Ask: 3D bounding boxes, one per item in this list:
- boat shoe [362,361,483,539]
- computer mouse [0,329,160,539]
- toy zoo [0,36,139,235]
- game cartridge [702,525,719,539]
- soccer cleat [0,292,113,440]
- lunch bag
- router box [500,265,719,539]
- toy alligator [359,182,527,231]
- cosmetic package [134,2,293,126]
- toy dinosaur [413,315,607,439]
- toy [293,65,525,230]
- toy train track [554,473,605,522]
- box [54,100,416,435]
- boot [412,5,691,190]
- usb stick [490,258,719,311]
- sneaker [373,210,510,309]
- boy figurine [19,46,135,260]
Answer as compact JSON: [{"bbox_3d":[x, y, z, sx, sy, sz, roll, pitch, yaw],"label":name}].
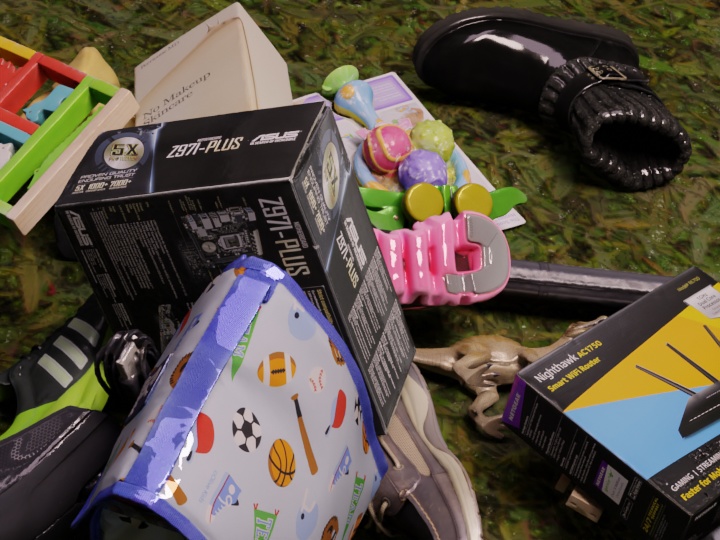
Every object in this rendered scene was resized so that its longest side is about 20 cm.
[{"bbox_3d":[0.028,0.141,1.192,0.073,0.075,0.200,-16,38,-7],"label":"boat shoe"},{"bbox_3d":[-0.188,0.129,1.107,0.199,0.139,0.053,-30,55,-14],"label":"computer mouse"},{"bbox_3d":[-0.273,-0.109,1.384,0.199,0.021,0.131,25,66,36],"label":"toy zoo"},{"bbox_3d":[0.289,0.144,1.261,0.132,0.041,0.201,6,41,1],"label":"game cartridge"},{"bbox_3d":[-0.194,0.064,1.232,0.081,0.068,0.201,6,40,11],"label":"soccer cleat"},{"bbox_3d":[-0.077,0.111,1.061,0.123,0.200,0.171,15,58,19],"label":"lunch bag"},{"bbox_3d":[0.212,0.089,1.231,0.149,0.051,0.200,39,45,27],"label":"router box"},{"bbox_3d":[0.031,-0.034,1.378,0.199,0.059,0.055,-1,83,-20],"label":"toy alligator"},{"bbox_3d":[-0.104,-0.101,1.348,0.103,0.073,0.200,-32,32,12],"label":"cosmetic package"},{"bbox_3d":[0.082,0.068,1.305,0.199,0.059,0.101,0,25,-9],"label":"toy dinosaur"},{"bbox_3d":[0.033,-0.099,1.477,0.115,0.047,0.200,-18,47,-27],"label":"toy"},{"bbox_3d":[0.178,0.114,1.273,0.114,0.033,0.200,30,36,9],"label":"toy train track"},{"bbox_3d":[-0.075,0.007,1.179,0.163,0.201,0.086,-6,35,23],"label":"box"},{"bbox_3d":[0.156,-0.140,1.527,0.210,0.080,0.158,0,41,-13],"label":"boot"},{"bbox_3d":[0.172,0.013,1.377,0.199,0.055,0.033,6,83,-5],"label":"usb stick"},{"bbox_3d":[0.000,0.000,1.302,0.199,0.095,0.080,4,80,-18],"label":"sneaker"},{"bbox_3d":[-0.209,-0.095,1.410,0.124,0.065,0.201,-3,41,-14],"label":"boy figurine"}]
